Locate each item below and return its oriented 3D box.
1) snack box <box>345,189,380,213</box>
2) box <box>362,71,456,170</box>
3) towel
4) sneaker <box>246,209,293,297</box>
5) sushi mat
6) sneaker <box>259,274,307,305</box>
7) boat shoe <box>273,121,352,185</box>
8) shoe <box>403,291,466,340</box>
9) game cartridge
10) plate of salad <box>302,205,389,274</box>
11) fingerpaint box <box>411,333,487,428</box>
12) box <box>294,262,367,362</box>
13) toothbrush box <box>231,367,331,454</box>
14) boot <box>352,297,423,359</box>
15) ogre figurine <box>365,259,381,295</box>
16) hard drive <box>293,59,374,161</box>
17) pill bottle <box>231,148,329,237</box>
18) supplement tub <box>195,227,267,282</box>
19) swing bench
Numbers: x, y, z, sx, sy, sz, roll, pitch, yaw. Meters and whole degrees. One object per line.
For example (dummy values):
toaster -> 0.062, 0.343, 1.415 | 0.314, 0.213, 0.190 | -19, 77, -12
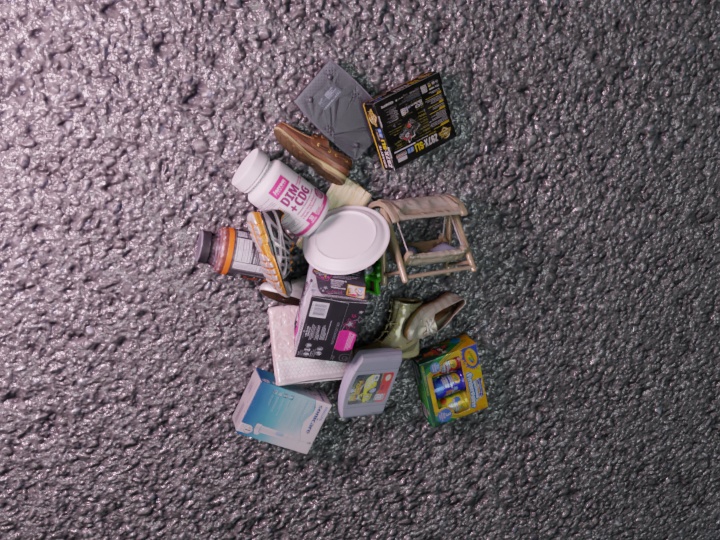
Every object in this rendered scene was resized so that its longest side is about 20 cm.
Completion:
snack box -> -0.045, -0.099, 1.636 | 0.200, 0.024, 0.072 | -43, 114, -1
box -> 0.116, -0.341, 1.570 | 0.199, 0.049, 0.161 | -32, 117, -24
towel -> -0.116, 0.174, 1.659 | 0.199, 0.032, 0.192 | -4, 83, -16
sneaker -> -0.176, -0.038, 1.477 | 0.077, 0.078, 0.201 | -24, 111, -27
sushi mat -> -0.061, -0.119, 1.606 | 0.095, 0.012, 0.201 | 31, 92, -10
sneaker -> -0.139, 0.038, 1.637 | 0.199, 0.073, 0.085 | 11, 70, -17
boat shoe -> -0.104, -0.271, 1.541 | 0.200, 0.072, 0.068 | 34, 77, -22
shoe -> 0.187, 0.114, 1.725 | 0.200, 0.053, 0.070 | -34, 126, -32
game cartridge -> 0.017, 0.277, 1.677 | 0.132, 0.041, 0.201 | 1, 123, -25
plate of salad -> -0.031, -0.065, 1.539 | 0.199, 0.200, 0.048 | -26, 141, -9
fingerpaint box -> 0.237, 0.293, 1.830 | 0.166, 0.073, 0.201 | -18, 112, -12
box -> -0.072, 0.095, 1.552 | 0.131, 0.115, 0.201 | 8, 130, -12
toothbrush box -> -0.194, 0.347, 1.699 | 0.199, 0.085, 0.147 | 23, 99, -23
boot -> 0.072, 0.148, 1.716 | 0.199, 0.073, 0.157 | -5, 109, -33
ogre figurine -> 0.000, 0.000, 1.637 | 0.098, 0.200, 0.121 | 1, 121, 29
hard drive -> -0.042, -0.357, 1.543 | 0.200, 0.042, 0.135 | 40, 92, -26
pill bottle -> -0.176, -0.171, 1.521 | 0.200, 0.113, 0.114 | 35, 94, -24
supplement tub -> -0.263, -0.037, 1.541 | 0.199, 0.107, 0.108 | 11, 104, -20
swing bench -> 0.144, -0.079, 1.604 | 0.198, 0.130, 0.202 | -9, 90, -25
